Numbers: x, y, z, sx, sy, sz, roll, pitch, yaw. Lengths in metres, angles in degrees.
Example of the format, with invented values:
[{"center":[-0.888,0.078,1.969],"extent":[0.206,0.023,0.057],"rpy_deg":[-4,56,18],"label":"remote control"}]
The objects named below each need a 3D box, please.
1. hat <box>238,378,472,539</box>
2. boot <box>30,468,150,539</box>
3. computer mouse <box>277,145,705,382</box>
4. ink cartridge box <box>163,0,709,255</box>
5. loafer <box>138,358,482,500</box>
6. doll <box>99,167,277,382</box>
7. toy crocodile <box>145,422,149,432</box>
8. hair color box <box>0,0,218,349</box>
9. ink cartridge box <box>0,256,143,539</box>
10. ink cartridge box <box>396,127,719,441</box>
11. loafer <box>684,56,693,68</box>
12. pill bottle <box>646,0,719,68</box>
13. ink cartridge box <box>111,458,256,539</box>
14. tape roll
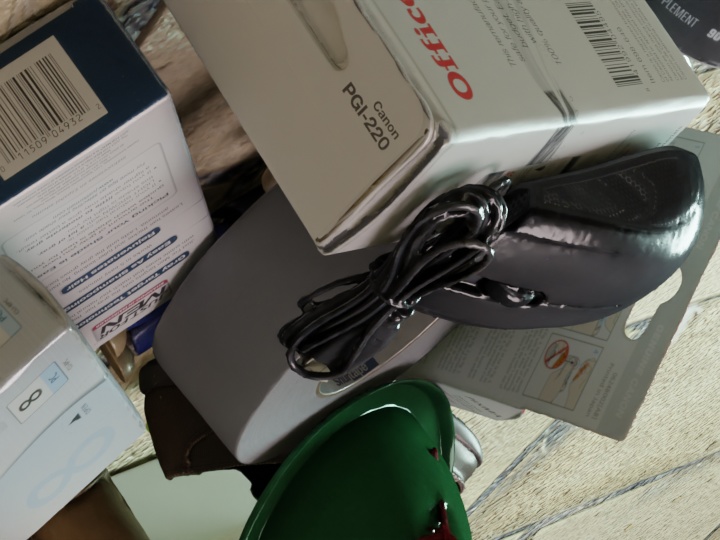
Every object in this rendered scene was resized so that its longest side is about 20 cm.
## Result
[{"center":[0.046,0.165,1.356],"extent":[0.200,0.176,0.166],"rpy_deg":[-29,136,-43],"label":"hat"},{"center":[-0.116,0.139,1.412],"extent":[0.066,0.200,0.175],"rpy_deg":[-30,161,-14],"label":"boot"},{"center":[0.073,0.000,1.188],"extent":[0.199,0.053,0.138],"rpy_deg":[-16,163,-42],"label":"computer mouse"},{"center":[0.031,-0.095,1.184],"extent":[0.085,0.146,0.200],"rpy_deg":[-43,161,32],"label":"ink cartridge box"},{"center":[-0.028,0.095,1.469],"extent":[0.199,0.071,0.073],"rpy_deg":[14,163,-29],"label":"loafer"},{"center":[-0.042,-0.023,1.389],"extent":[0.199,0.049,0.137],"rpy_deg":[-32,163,-11],"label":"doll"},{"center":[-0.027,0.035,1.537],"extent":[0.199,0.068,0.062],"rpy_deg":[-32,128,-9],"label":"toy crocodile"},{"center":[-0.122,-0.031,1.204],"extent":[0.100,0.061,0.200],"rpy_deg":[-33,162,-8],"label":"hair color box"},{"center":[-0.185,0.097,1.167],"extent":[0.200,0.047,0.160],"rpy_deg":[-45,164,-8],"label":"ink cartridge box"},{"center":[0.107,0.000,1.417],"extent":[0.047,0.200,0.161],"rpy_deg":[34,79,-38],"label":"ink cartridge box"},{"center":[0.106,-0.115,1.393],"extent":[0.070,0.070,0.200],"rpy_deg":[-46,160,27],"label":"loafer"},{"center":[0.204,-0.193,1.318],"extent":[0.106,0.106,0.200],"rpy_deg":[-16,153,-45],"label":"pill bottle"},{"center":[-0.119,0.199,1.675],"extent":[0.128,0.125,0.200],"rpy_deg":[-20,156,-40],"label":"ink cartridge box"},{"center":[0.000,0.000,1.330],"extent":[0.200,0.066,0.200],"rpy_deg":[-39,168,-10],"label":"tape roll"}]
